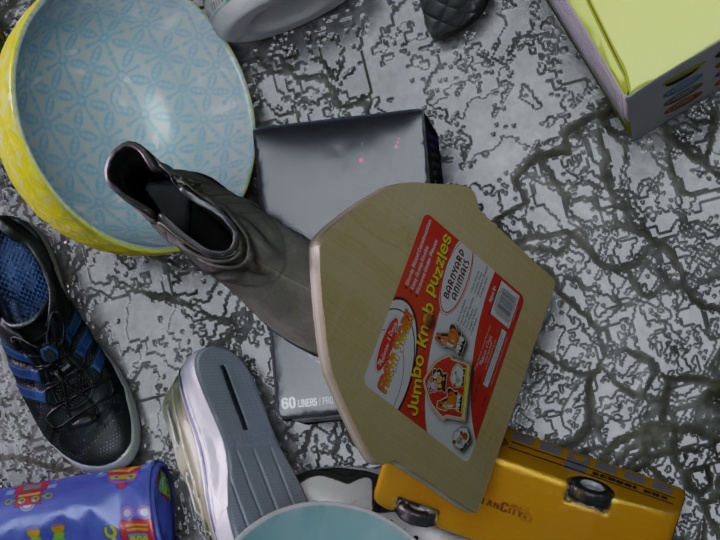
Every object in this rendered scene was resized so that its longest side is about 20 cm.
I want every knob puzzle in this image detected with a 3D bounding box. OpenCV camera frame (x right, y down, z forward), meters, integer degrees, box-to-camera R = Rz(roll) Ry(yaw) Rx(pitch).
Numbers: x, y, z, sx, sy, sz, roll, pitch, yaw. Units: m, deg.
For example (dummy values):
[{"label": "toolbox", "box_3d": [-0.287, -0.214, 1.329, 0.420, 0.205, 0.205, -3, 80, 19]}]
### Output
[{"label": "knob puzzle", "box_3d": [0.031, 0.033, 1.447, 0.030, 0.219, 0.221, -5, 82, 46]}]

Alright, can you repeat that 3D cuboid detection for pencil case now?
[{"label": "pencil case", "box_3d": [-0.220, 0.189, 1.583, 0.199, 0.078, 0.087, -10, 114, 7]}]

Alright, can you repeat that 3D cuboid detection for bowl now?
[{"label": "bowl", "box_3d": [-0.182, -0.098, 1.577, 0.107, 0.199, 0.202, -20, 80, 48]}]

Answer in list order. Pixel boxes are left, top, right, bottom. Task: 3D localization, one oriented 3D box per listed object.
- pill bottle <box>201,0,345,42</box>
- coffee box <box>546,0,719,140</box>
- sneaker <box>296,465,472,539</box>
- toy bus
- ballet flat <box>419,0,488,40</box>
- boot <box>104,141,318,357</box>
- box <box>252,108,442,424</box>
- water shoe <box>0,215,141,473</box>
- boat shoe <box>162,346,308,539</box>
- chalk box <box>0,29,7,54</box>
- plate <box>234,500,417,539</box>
[{"label": "pill bottle", "box_3d": [-0.085, -0.271, 1.587, 0.113, 0.113, 0.201, -24, 82, 6]}, {"label": "coffee box", "box_3d": [0.211, -0.231, 1.496, 0.199, 0.198, 0.201, -31, 81, 4]}, {"label": "sneaker", "box_3d": [0.033, 0.188, 1.545, 0.199, 0.080, 0.074, 22, 90, 12]}, {"label": "toy bus", "box_3d": [0.114, 0.152, 1.528, 0.199, 0.078, 0.065, 18, 108, 8]}, {"label": "ballet flat", "box_3d": [0.016, -0.251, 1.594, 0.057, 0.066, 0.200, -40, 80, 8]}, {"label": "boot", "box_3d": [-0.072, -0.007, 1.446, 0.199, 0.131, 0.068, 33, 92, 13]}, {"label": "box", "box_3d": [0.000, 0.000, 1.553, 0.121, 0.106, 0.202, -7, 83, 7]}, {"label": "water shoe", "box_3d": [-0.224, 0.055, 1.594, 0.071, 0.079, 0.201, -31, 81, 5]}, {"label": "boat shoe", "box_3d": [-0.085, 0.149, 1.554, 0.062, 0.072, 0.201, -48, 48, 42]}, {"label": "chalk box", "box_3d": [-0.326, -0.158, 1.602, 0.124, 0.124, 0.201, -35, 78, 4]}, {"label": "plate", "box_3d": [-0.019, 0.248, 1.450, 0.199, 0.026, 0.202, 10, 67, -26]}]
